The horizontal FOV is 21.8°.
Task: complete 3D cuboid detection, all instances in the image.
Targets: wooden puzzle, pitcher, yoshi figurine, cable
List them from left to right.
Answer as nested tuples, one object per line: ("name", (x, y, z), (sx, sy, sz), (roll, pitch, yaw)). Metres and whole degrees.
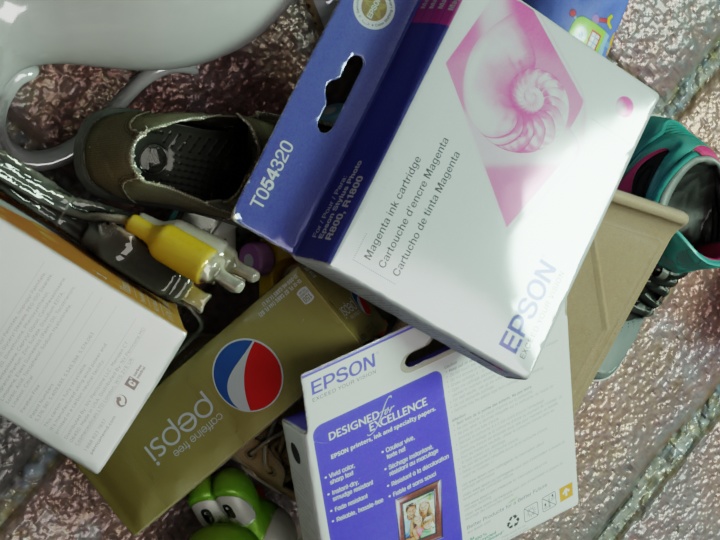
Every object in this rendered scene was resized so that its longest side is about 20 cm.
("cable", (-0.152, -0.036, 1.096), (0.200, 0.097, 0.050), (34, 88, -4))
("pitcher", (-0.141, -0.153, 1.123), (0.200, 0.121, 0.172), (-17, 129, -11))
("yoshi figurine", (-0.064, 0.228, 1.254), (0.112, 0.112, 0.200), (-33, 114, -6))
("wooden puzzle", (0.102, 0.022, 1.224), (0.185, 0.037, 0.200), (15, 114, -39))

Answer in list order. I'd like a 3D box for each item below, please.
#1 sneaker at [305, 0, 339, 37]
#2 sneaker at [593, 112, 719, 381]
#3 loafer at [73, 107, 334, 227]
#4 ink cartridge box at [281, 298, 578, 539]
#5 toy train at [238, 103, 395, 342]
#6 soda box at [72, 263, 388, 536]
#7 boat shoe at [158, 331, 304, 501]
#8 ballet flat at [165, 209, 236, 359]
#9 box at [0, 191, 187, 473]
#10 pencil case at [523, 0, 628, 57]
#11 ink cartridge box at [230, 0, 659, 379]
("sneaker", (-0.004, -0.248, 1.139), (0.108, 0.070, 0.200), (-18, 86, 6))
("sneaker", (0.209, -0.006, 1.320), (0.083, 0.121, 0.201), (9, 99, -28))
("loafer", (-0.069, -0.058, 1.123), (0.200, 0.070, 0.075), (0, 96, -27))
("ink cartridge box", (0.048, 0.101, 1.176), (0.198, 0.043, 0.200), (-23, 126, -24))
("toy train", (0.000, 0.000, 1.233), (0.150, 0.056, 0.200), (-39, 121, -36))
("soda box", (-0.082, 0.076, 1.162), (0.200, 0.068, 0.064), (-41, 88, 18))
("boat shoe", (-0.051, 0.109, 1.252), (0.200, 0.064, 0.071), (38, 85, -29))
("ballet flat", (-0.115, 0.003, 1.190), (0.064, 0.067, 0.200), (34, 92, -7))
("box", (-0.211, 0.014, 1.081), (0.200, 0.124, 0.098), (33, 92, -12))
("pencil case", (0.124, -0.128, 1.249), (0.087, 0.078, 0.200), (21, 80, -27))
("ink cartridge box", (0.054, -0.067, 1.092), (0.200, 0.043, 0.197), (30, 79, -21))
